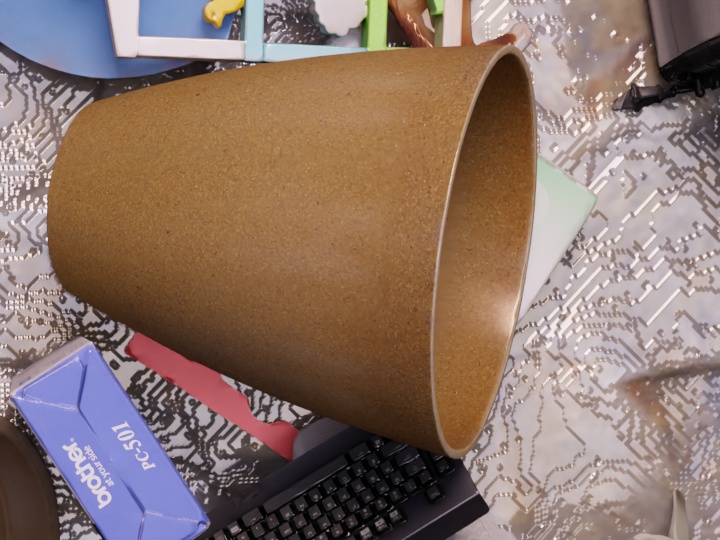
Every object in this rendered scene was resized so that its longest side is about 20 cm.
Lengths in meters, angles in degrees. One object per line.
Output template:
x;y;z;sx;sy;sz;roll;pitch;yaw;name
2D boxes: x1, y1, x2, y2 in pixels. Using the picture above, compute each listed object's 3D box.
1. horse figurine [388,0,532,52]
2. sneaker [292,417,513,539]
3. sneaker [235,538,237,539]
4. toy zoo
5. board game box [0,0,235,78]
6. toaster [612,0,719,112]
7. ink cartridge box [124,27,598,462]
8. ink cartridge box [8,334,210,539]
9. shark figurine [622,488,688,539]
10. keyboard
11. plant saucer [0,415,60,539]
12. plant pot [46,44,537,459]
0.014;-0.185;1.054;0.200;0.050;0.133;30;84;-7;horse figurine
0.031;0.168;1.035;0.200;0.118;0.074;39;44;18;sneaker
-0.073;0.206;1.026;0.078;0.075;0.200;37;86;-9;sneaker
-0.048;-0.165;0.999;0.199;0.020;0.132;2;94;-11;toy zoo
-0.121;-0.195;1.038;0.158;0.039;0.201;15;90;6;board game box
0.233;-0.162;1.024;0.199;0.181;0.119;-11;88;-9;toaster
0.000;0.000;1.052;0.161;0.050;0.200;34;83;-6;ink cartridge box
-0.119;0.080;0.954;0.044;0.200;0.094;-33;94;-8;ink cartridge box
0.163;0.207;1.072;0.089;0.128;0.215;-26;112;17;shark figurine
-0.032;0.151;0.968;0.200;0.021;0.127;-32;56;4;keyboard
-0.222;0.153;0.969;0.029;0.200;0.201;19;85;36;plant saucer
-0.036;-0.021;0.956;0.199;0.186;0.187;8;88;15;plant pot
